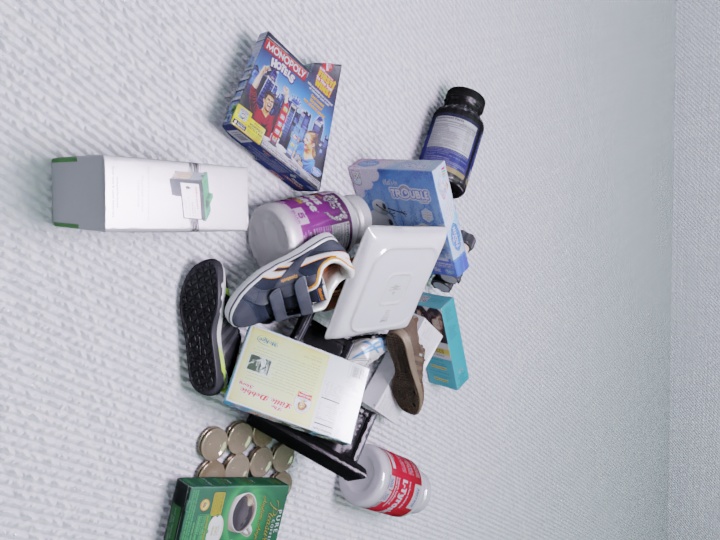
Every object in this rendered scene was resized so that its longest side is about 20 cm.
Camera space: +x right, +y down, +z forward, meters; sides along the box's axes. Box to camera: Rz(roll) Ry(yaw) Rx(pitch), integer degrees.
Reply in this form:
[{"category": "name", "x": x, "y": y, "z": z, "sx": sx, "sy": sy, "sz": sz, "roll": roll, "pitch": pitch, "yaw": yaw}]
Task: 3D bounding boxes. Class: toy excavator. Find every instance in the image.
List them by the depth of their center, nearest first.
[{"category": "toy excavator", "x": 0.127, "y": -0.062, "z": 1.278, "sx": 0.102, "sy": 0.196, "sz": 0.195, "roll": -63, "pitch": 179, "yaw": -20}]

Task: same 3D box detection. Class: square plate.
[{"category": "square plate", "x": 0.049, "y": 0.023, "z": 1.024, "sx": 0.197, "sy": 0.028, "sz": 0.202, "roll": -3, "pitch": 123, "yaw": -45}]

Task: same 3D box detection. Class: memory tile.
[{"category": "memory tile", "x": -0.183, "y": 0.315, "z": 1.040, "sx": 0.197, "sy": 0.017, "sz": 0.158, "roll": 1, "pitch": 95, "yaw": -48}]

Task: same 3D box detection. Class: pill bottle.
[{"category": "pill bottle", "x": -0.074, "y": -0.067, "z": 1.031, "sx": 0.198, "sy": 0.110, "sz": 0.116, "roll": -19, "pitch": 110, "yaw": -46}, {"category": "pill bottle", "x": 0.055, "y": 0.416, "z": 1.254, "sx": 0.199, "sy": 0.110, "sz": 0.115, "roll": 35, "pitch": 71, "yaw": -45}, {"category": "pill bottle", "x": 0.186, "y": -0.259, "z": 1.295, "sx": 0.111, "sy": 0.110, "sz": 0.205, "roll": 32, "pitch": 72, "yaw": -46}]

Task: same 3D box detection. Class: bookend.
[{"category": "bookend", "x": -0.050, "y": 0.197, "z": 1.032, "sx": 0.197, "sy": 0.092, "sz": 0.202, "roll": 31, "pitch": 64, "yaw": -7}]

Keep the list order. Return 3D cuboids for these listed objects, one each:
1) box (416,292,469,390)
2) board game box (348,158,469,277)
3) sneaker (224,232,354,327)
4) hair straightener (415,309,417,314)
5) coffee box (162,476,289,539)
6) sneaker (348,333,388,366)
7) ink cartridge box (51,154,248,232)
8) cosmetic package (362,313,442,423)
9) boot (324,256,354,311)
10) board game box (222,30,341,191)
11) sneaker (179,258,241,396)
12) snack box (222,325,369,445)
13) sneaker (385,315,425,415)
[{"category": "box", "x": 0.171, "y": 0.151, "z": 1.366, "sx": 0.049, "sy": 0.081, "sz": 0.205, "roll": -35, "pitch": 120, "yaw": -38}, {"category": "board game box", "x": 0.085, "y": -0.096, "z": 1.140, "sx": 0.043, "sy": 0.197, "sz": 0.203, "roll": -37, "pitch": 122, "yaw": -34}, {"category": "sneaker", "x": -0.096, "y": 0.027, "z": 0.913, "sx": 0.198, "sy": 0.079, "sz": 0.079, "roll": -36, "pitch": 149, "yaw": -16}, {"category": "hair straightener", "x": 0.053, "y": 0.066, "z": 1.261, "sx": 0.078, "sy": 0.040, "sz": 0.200, "roll": -57, "pitch": 139, "yaw": -9}, {"category": "coffee box", "x": -0.203, "y": 0.384, "z": 0.983, "sx": 0.198, "sy": 0.043, "sz": 0.127, "roll": 18, "pitch": 83, "yaw": -48}, {"category": "sneaker", "x": -0.011, "y": 0.164, "z": 1.166, "sx": 0.197, "sy": 0.071, "sz": 0.074, "roll": -20, "pitch": 96, "yaw": -39}, {"category": "ink cartridge box", "x": -0.256, "y": -0.092, "z": 0.796, "sx": 0.197, "sy": 0.144, "sz": 0.087, "roll": -5, "pitch": 99, "yaw": -48}, {"category": "cosmetic package", "x": 0.082, "y": 0.192, "z": 1.276, "sx": 0.082, "sy": 0.050, "sz": 0.203, "roll": 43, "pitch": 74, "yaw": -45}, {"category": "boot", "x": 0.000, "y": 0.000, "z": 1.057, "sx": 0.198, "sy": 0.155, "sz": 0.074, "roll": -37, "pitch": 81, "yaw": -9}, {"category": "board game box", "x": -0.111, "y": -0.261, "z": 0.997, "sx": 0.199, "sy": 0.061, "sz": 0.205, "roll": 34, "pitch": 70, "yaw": -46}, {"category": "sneaker", "x": -0.215, "y": 0.082, "z": 0.945, "sx": 0.083, "sy": 0.070, "sz": 0.206, "roll": -18, "pitch": 112, "yaw": -67}, {"category": "snack box", "x": -0.092, "y": 0.171, "z": 0.952, "sx": 0.196, "sy": 0.037, "sz": 0.119, "roll": 22, "pitch": 67, "yaw": -11}, {"category": "sneaker", "x": 0.100, "y": 0.179, "z": 1.204, "sx": 0.075, "sy": 0.069, "sz": 0.204, "roll": -38, "pitch": 132, "yaw": -39}]
